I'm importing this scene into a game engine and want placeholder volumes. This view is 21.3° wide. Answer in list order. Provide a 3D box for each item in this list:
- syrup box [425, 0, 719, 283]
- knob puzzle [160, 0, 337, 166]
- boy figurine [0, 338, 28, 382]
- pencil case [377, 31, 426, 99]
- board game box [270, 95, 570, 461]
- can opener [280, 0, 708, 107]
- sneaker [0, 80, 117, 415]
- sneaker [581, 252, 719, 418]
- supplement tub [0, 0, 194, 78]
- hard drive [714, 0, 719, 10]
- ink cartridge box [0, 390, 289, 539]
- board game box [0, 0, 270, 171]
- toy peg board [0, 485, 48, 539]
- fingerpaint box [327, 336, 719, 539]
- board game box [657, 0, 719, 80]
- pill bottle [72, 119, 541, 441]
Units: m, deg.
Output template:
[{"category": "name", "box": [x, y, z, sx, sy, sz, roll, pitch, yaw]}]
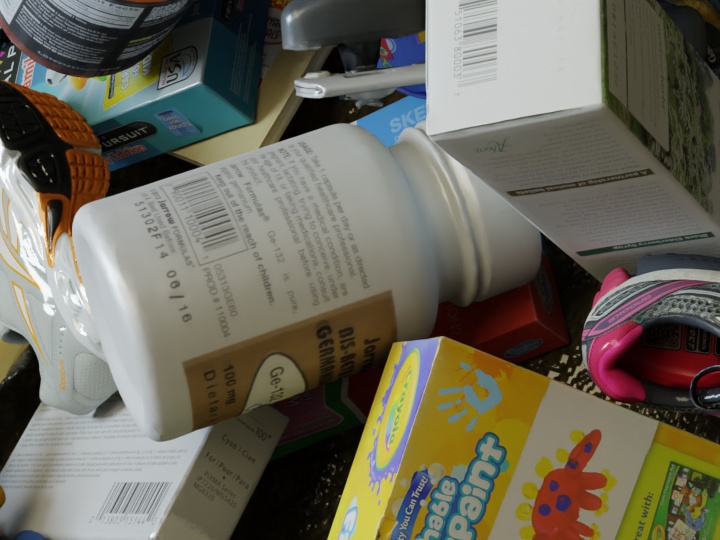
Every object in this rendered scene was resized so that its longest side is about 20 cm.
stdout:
[{"category": "syrup box", "box": [0.106, -0.063, 0.836, 0.081, 0.200, 0.079, -9, 68, 26]}, {"category": "knob puzzle", "box": [-0.063, -0.153, 1.114, 0.219, 0.030, 0.221, -23, 51, 31]}, {"category": "boy figurine", "box": [-0.209, 0.036, 1.104, 0.200, 0.064, 0.124, -55, 14, 7]}, {"category": "pencil case", "box": [0.058, -0.187, 0.999, 0.087, 0.078, 0.201, -12, 50, 44]}, {"category": "board game box", "box": [0.000, 0.000, 1.014, 0.199, 0.040, 0.154, -24, 61, 23]}, {"category": "can opener", "box": [0.063, -0.114, 0.907, 0.199, 0.053, 0.067, -10, 102, -8]}, {"category": "sneaker", "box": [-0.174, -0.012, 1.022, 0.092, 0.075, 0.201, -45, 56, 29]}, {"category": "sneaker", "box": [0.195, 0.038, 0.827, 0.199, 0.075, 0.081, -2, 107, 16]}, {"category": "supplement tub", "box": [-0.119, -0.173, 0.950, 0.200, 0.106, 0.108, 149, 132, -66]}, {"category": "hard drive", "box": [0.208, -0.235, 0.957, 0.139, 0.033, 0.201, -23, 59, 7]}, {"category": "ink cartridge box", "box": [-0.109, 0.073, 1.011, 0.199, 0.045, 0.177, -8, 50, 53]}, {"category": "board game box", "box": [-0.142, -0.133, 1.115, 0.199, 0.047, 0.152, -16, 55, 35]}, {"category": "toy peg board", "box": [-0.242, 0.153, 1.017, 0.199, 0.200, 0.098, 33, 48, 4]}, {"category": "fingerpaint box", "box": [0.065, 0.151, 0.837, 0.073, 0.166, 0.201, 166, 124, -73]}, {"category": "board game box", "box": [0.170, -0.068, 0.939, 0.135, 0.028, 0.201, -35, 57, 17]}, {"category": "pill bottle", "box": [-0.023, -0.005, 0.891, 0.199, 0.115, 0.115, -19, 56, -14]}]
